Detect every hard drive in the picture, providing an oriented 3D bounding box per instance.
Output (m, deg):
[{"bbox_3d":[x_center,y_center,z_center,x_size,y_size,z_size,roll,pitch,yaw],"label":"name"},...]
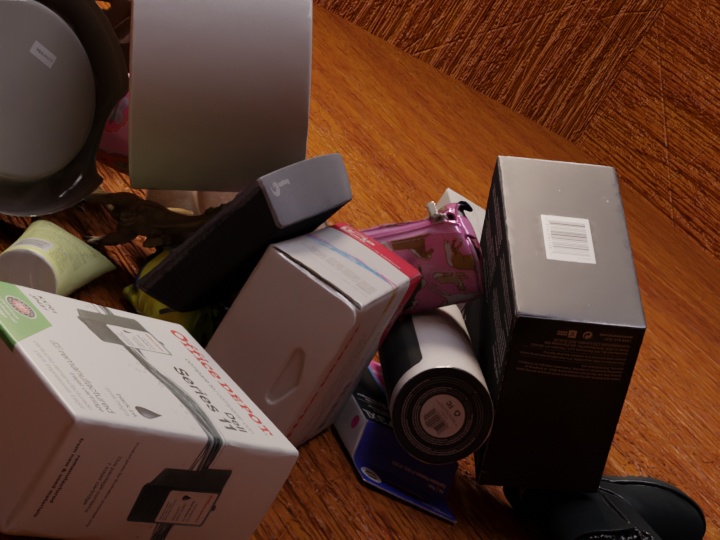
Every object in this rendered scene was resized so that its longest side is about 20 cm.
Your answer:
[{"bbox_3d":[-0.076,-0.027,1.327,0.042,0.135,0.200,52,17,3],"label":"hard drive"}]

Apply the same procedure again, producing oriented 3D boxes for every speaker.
[{"bbox_3d":[0.057,0.081,1.465,0.081,0.082,0.200,30,13,-11],"label":"speaker"}]

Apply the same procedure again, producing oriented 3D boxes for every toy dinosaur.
[{"bbox_3d":[-0.189,-0.045,1.491,0.199,0.059,0.101,16,21,38],"label":"toy dinosaur"}]

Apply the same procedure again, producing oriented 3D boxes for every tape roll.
[{"bbox_3d":[-0.113,-0.163,1.445,0.138,0.205,0.203,1,19,-7],"label":"tape roll"}]

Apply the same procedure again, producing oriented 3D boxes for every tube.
[{"bbox_3d":[-0.227,-0.005,1.338,0.200,0.051,0.059,-82,155,-80],"label":"tube"}]

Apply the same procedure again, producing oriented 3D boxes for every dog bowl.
[{"bbox_3d":[-0.276,-0.139,1.411,0.199,0.202,0.058,23,-19,-37],"label":"dog bowl"}]

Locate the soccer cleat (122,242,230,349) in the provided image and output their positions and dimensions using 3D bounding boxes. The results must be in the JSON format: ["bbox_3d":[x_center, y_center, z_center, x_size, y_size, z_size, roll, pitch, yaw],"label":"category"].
[{"bbox_3d":[-0.145,0.032,1.401,0.083,0.065,0.200,2,20,0],"label":"soccer cleat"}]

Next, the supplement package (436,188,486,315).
[{"bbox_3d":[0.135,0.050,1.764,0.199,0.148,0.191,31,13,-8],"label":"supplement package"}]

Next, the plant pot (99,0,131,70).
[{"bbox_3d":[-0.290,-0.253,1.795,0.199,0.201,0.199,23,23,-36],"label":"plant pot"}]

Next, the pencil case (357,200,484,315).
[{"bbox_3d":[0.000,0.000,1.474,0.198,0.087,0.083,-12,7,6],"label":"pencil case"}]

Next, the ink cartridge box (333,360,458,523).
[{"bbox_3d":[0.019,0.125,1.473,0.094,0.037,0.200,28,16,-26],"label":"ink cartridge box"}]

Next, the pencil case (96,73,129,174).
[{"bbox_3d":[-0.246,-0.154,1.553,0.199,0.088,0.087,31,10,-46],"label":"pencil case"}]

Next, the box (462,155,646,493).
[{"bbox_3d":[0.150,0.042,1.466,0.103,0.183,0.201,6,40,-6],"label":"box"}]

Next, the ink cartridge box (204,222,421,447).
[{"bbox_3d":[-0.042,0.051,1.339,0.085,0.148,0.200,34,12,10],"label":"ink cartridge box"}]

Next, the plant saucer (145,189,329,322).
[{"bbox_3d":[-0.092,-0.034,1.579,0.199,0.037,0.202,25,43,-25],"label":"plant saucer"}]

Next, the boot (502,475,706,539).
[{"bbox_3d":[0.223,0.226,1.486,0.199,0.077,0.168,20,13,-21],"label":"boot"}]

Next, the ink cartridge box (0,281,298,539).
[{"bbox_3d":[-0.153,0.088,1.080,0.147,0.083,0.199,43,15,35],"label":"ink cartridge box"}]
